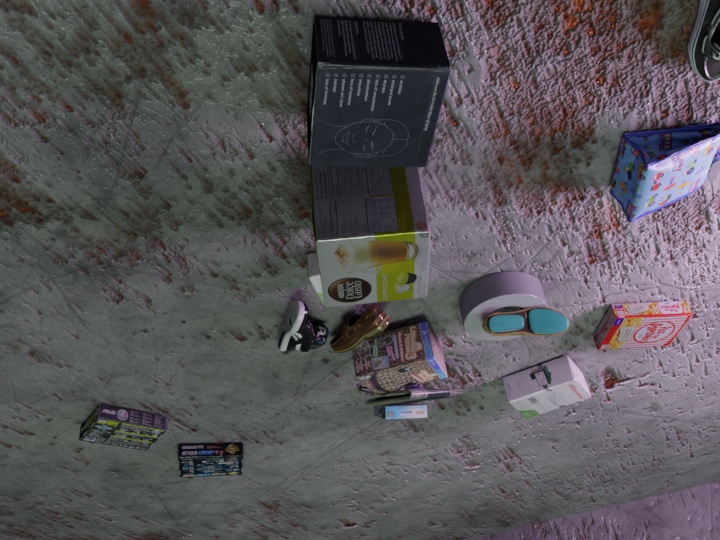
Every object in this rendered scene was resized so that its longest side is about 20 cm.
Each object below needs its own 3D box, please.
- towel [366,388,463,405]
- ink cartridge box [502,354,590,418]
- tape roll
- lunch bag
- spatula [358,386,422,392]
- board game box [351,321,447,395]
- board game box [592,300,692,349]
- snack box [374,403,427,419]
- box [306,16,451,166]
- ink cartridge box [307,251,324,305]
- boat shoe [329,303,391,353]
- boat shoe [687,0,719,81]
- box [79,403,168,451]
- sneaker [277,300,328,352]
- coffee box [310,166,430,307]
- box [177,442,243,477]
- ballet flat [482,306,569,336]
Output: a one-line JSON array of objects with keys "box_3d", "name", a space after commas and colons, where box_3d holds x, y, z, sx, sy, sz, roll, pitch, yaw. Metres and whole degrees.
[{"box_3d": [0.141, 0.331, 1.942, 0.192, 0.035, 0.200, 4, 163, -37], "name": "towel"}, {"box_3d": [0.524, 0.329, 2.054, 0.199, 0.085, 0.146, -24, 141, 21], "name": "ink cartridge box"}, {"box_3d": [0.335, 0.087, 1.717, 0.199, 0.066, 0.201, -5, 143, -3], "name": "tape roll"}, {"box_3d": [0.592, -0.194, 1.374, 0.199, 0.094, 0.151, -14, 141, -6], "name": "lunch bag"}, {"box_3d": [0.091, 0.337, 2.049, 0.199, 0.021, 0.057, 4, 145, -13], "name": "spatula"}, {"box_3d": [0.098, 0.222, 1.816, 0.199, 0.097, 0.160, -16, 150, 13], "name": "board game box"}, {"box_3d": [0.716, 0.140, 1.864, 0.199, 0.047, 0.152, -3, 143, -5], "name": "board game box"}, {"box_3d": [0.110, 0.393, 2.044, 0.115, 0.037, 0.200, -1, 171, -7], "name": "snack box"}, {"box_3d": [0.019, -0.272, 1.136, 0.195, 0.125, 0.200, 1, 142, -8], "name": "box"}, {"box_3d": [0.000, 0.000, 1.544, 0.199, 0.068, 0.117, -12, 143, 9], "name": "ink cartridge box"}, {"box_3d": [-0.011, 0.134, 1.734, 0.068, 0.072, 0.200, 47, 134, -10], "name": "boat shoe"}, {"box_3d": [0.561, -0.364, 1.143, 0.072, 0.071, 0.200, -16, 143, 12], "name": "boat shoe"}, {"box_3d": [-0.665, 0.444, 2.053, 0.199, 0.044, 0.160, 19, 136, -31], "name": "box"}, {"box_3d": [-0.121, 0.128, 1.702, 0.111, 0.073, 0.200, 3, 151, -18], "name": "sneaker"}, {"box_3d": [0.015, -0.075, 1.334, 0.196, 0.201, 0.200, -5, 143, -1], "name": "coffee box"}, {"box_3d": [-0.467, 0.593, 2.281, 0.199, 0.046, 0.159, 0, 143, -10], "name": "box"}, {"box_3d": [0.374, 0.118, 1.673, 0.199, 0.069, 0.063, 1, 171, -7], "name": "ballet flat"}]
